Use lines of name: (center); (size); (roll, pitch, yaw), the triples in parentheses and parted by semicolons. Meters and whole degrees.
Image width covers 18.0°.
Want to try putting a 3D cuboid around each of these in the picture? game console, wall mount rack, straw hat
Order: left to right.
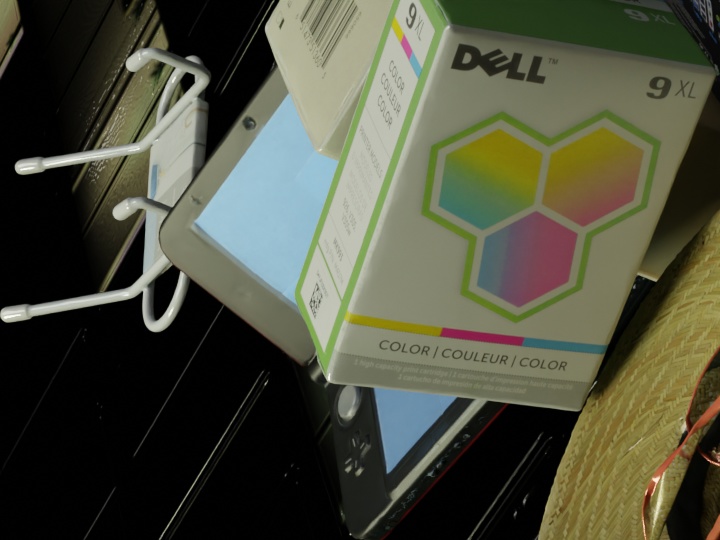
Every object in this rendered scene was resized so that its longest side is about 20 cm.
wall mount rack: (-0.159, -0.048, 1.460); (0.174, 0.074, 0.201); (-40, 40, 47)
game console: (0.000, 0.000, 1.082); (0.200, 0.118, 0.173); (-51, 33, 36)
straw hat: (0.142, 0.066, 0.760); (0.201, 0.085, 0.201); (-59, 11, 20)

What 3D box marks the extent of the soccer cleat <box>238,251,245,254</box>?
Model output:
soccer cleat: (0.005, -0.071, 1.176); (0.200, 0.085, 0.069); (-39, 76, 21)

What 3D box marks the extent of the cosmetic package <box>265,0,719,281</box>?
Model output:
cosmetic package: (0.071, -0.067, 0.897); (0.071, 0.199, 0.105); (-58, 31, 23)

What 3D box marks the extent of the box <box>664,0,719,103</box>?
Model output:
box: (0.135, -0.172, 0.864); (0.200, 0.049, 0.199); (-110, 8, -55)

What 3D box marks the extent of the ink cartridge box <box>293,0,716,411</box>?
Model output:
ink cartridge box: (0.056, -0.051, 0.803); (0.059, 0.103, 0.201); (-115, 38, -54)
